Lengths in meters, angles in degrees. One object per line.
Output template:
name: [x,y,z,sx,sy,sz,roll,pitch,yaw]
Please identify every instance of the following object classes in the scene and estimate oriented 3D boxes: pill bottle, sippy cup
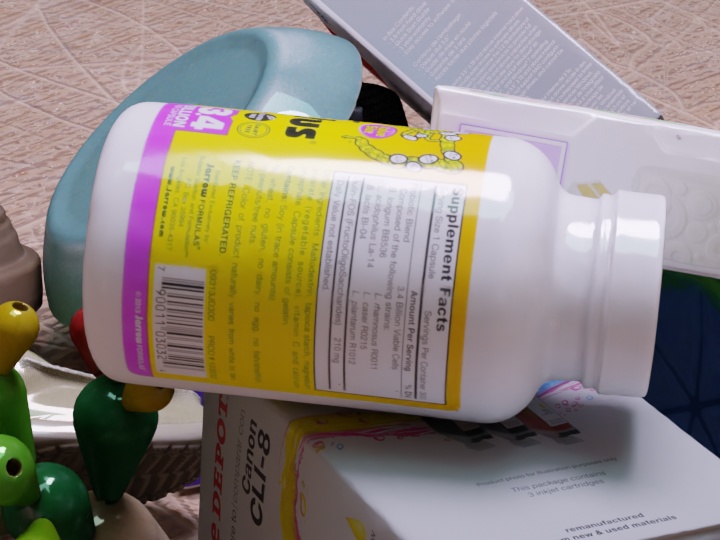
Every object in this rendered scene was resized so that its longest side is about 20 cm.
pill bottle: [0.007,-0.001,0.822,0.200,0.104,0.104,6,23,5]
sippy cup: [0.198,0.057,1.055,0.130,0.140,0.178,-5,28,-30]

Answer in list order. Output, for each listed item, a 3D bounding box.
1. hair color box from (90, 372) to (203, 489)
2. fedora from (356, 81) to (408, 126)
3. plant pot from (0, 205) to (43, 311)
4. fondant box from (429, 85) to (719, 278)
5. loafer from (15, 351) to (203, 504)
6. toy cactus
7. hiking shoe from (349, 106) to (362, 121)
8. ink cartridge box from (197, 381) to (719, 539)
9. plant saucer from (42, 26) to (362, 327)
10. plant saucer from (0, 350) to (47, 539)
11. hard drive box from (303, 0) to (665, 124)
hair color box: [-0.021,0.043,1.133,0.200,0.065,0.109,-7,26,-30]
fedora: [-0.038,-0.055,1.243,0.200,0.092,0.201,-8,3,0]
plant pot: [-0.261,-0.023,1.141,0.200,0.093,0.201,-2,10,0]
fondant box: [0.103,-0.039,0.960,0.144,0.058,0.200,10,4,4]
loafer: [-0.153,0.061,0.985,0.200,0.076,0.068,4,58,-25]
toy cactus: [-0.125,0.101,0.900,0.102,0.200,0.165,8,-17,21]
hiking shoe: [0.000,0.000,1.033,0.076,0.101,0.200,-1,28,-14]
ink cartridge box: [0.040,0.118,0.867,0.144,0.146,0.200,-8,26,-26]
plant saucer: [-0.088,-0.057,1.122,0.200,0.036,0.200,-33,27,19]
plant saucer: [-0.218,0.069,1.070,0.200,0.031,0.200,4,23,-2]
hard drive box: [0.072,-0.102,1.224,0.200,0.077,0.156,43,2,17]
